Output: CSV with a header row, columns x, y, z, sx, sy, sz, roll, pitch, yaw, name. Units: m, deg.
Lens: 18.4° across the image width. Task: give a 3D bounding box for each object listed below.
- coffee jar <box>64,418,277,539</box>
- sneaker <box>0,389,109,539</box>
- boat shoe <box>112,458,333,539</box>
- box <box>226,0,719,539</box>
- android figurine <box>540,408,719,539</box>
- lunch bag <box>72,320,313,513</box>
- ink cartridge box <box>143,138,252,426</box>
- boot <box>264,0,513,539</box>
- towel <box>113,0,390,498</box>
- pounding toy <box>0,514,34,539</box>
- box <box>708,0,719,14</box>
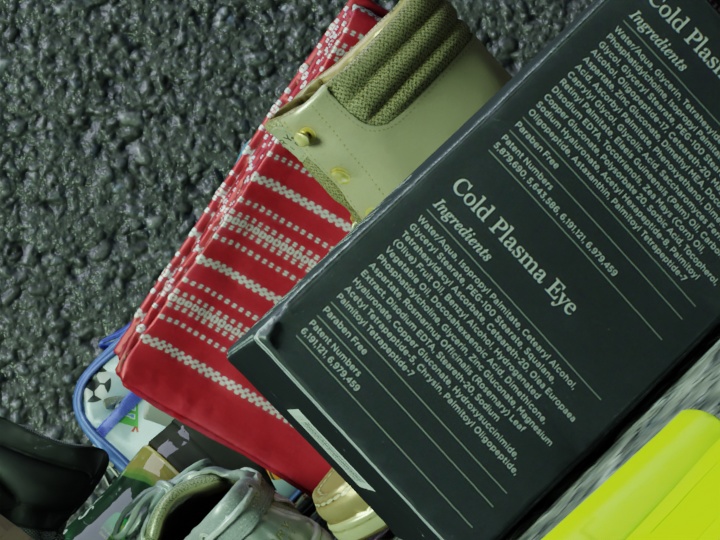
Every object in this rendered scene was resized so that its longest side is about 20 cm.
x,y,z,sx,sy,sz,roll,pitch,yaw,name
-0.124,0.168,1.150,0.200,0.085,0.104,-43,-24,-12,coffee jar
-0.151,0.141,1.035,0.075,0.201,0.114,10,53,41,sneaker
-0.068,0.116,1.008,0.074,0.065,0.202,-43,14,-12,boat shoe
0.055,0.001,0.787,0.182,0.104,0.200,-44,1,-6,box
0.063,0.050,0.337,0.200,0.041,0.182,-42,1,-15,android figurine
-0.071,0.067,1.320,0.200,0.160,0.076,-44,-8,-10,lunch bag
-0.036,0.031,1.196,0.200,0.124,0.130,130,160,-76,ink cartridge box
0.012,-0.003,0.921,0.200,0.155,0.073,-48,12,2,boot
0.000,0.000,0.972,0.201,0.144,0.022,-56,11,9,towel
-0.150,0.195,0.861,0.201,0.142,0.184,-54,-2,11,pounding toy
0.174,-0.156,0.764,0.164,0.166,0.200,-44,2,-11,box
